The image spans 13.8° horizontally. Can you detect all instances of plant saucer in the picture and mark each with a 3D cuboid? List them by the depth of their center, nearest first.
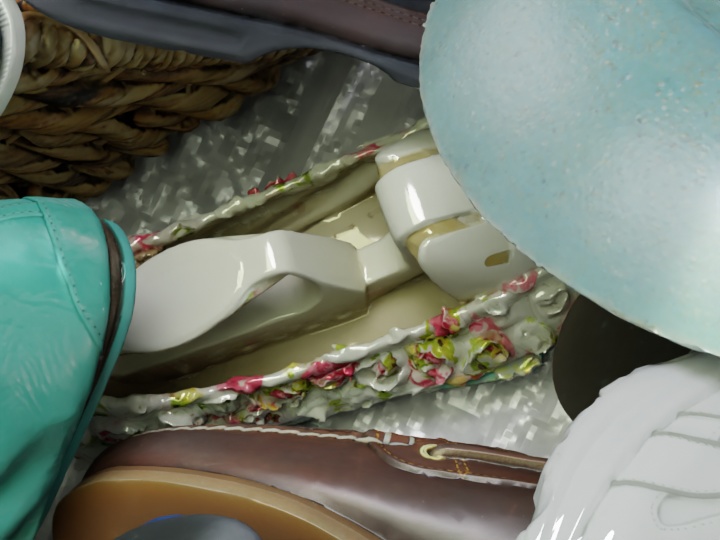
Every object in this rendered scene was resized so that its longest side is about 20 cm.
[{"bbox_3d":[0.113,-0.052,0.645,0.199,0.039,0.202,3,40,-2],"label":"plant saucer"}]

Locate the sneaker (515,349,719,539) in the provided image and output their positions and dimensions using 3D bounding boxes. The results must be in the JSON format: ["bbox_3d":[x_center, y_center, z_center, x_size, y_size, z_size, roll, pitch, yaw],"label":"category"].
[{"bbox_3d":[0.099,0.052,0.604,0.099,0.078,0.200,22,55,26],"label":"sneaker"}]

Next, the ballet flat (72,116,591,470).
[{"bbox_3d":[0.000,0.000,0.762,0.199,0.064,0.076,-25,69,9],"label":"ballet flat"}]

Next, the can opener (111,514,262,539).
[{"bbox_3d":[-0.097,0.106,0.677,0.199,0.067,0.053,-17,114,35],"label":"can opener"}]

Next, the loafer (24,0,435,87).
[{"bbox_3d":[0.013,-0.085,0.720,0.072,0.199,0.063,-114,37,-45],"label":"loafer"}]

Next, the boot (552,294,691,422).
[{"bbox_3d":[0.140,0.044,0.704,0.199,0.075,0.074,12,74,31],"label":"boot"}]

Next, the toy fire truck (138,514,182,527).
[{"bbox_3d":[-0.012,0.145,0.686,0.199,0.112,0.169,3,83,24],"label":"toy fire truck"}]

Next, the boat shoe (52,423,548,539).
[{"bbox_3d":[0.024,0.076,0.738,0.199,0.071,0.070,15,40,16],"label":"boat shoe"}]

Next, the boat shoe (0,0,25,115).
[{"bbox_3d":[-0.173,-0.085,0.690,0.199,0.062,0.075,30,94,8],"label":"boat shoe"}]

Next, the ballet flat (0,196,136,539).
[{"bbox_3d":[-0.113,0.070,0.733,0.067,0.070,0.201,54,133,54],"label":"ballet flat"}]

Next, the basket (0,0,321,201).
[{"bbox_3d":[-0.120,-0.120,0.788,0.148,0.143,0.201,-31,69,8],"label":"basket"}]
